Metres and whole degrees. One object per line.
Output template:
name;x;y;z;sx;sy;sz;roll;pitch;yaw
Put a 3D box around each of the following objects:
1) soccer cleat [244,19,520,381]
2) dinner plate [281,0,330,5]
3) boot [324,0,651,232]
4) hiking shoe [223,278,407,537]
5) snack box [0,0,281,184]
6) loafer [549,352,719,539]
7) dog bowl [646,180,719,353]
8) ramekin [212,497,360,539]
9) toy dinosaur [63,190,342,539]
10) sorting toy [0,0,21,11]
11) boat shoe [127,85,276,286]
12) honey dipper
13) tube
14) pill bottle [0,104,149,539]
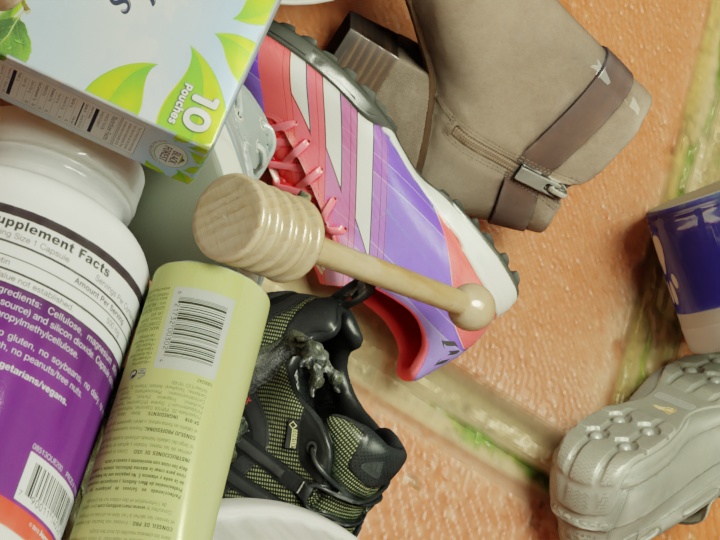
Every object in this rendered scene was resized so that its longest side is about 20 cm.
soccer cleat;-0.009;-0.036;1.336;0.073;0.068;0.200;-46;107;-15
dinner plate;-0.068;-0.198;1.311;0.200;0.024;0.201;17;51;-21
boot;0.076;-0.113;1.353;0.146;0.200;0.070;29;33;-13
hiking shoe;-0.030;0.103;1.252;0.076;0.100;0.201;9;74;-49
snack box;-0.091;-0.154;1.162;0.142;0.053;0.200;25;68;-7
loafer;0.163;0.094;1.456;0.200;0.070;0.070;-20;126;-45
dog bowl;0.252;-0.027;1.462;0.200;0.200;0.079;-22;92;-41
ramekin;-0.047;0.203;1.176;0.202;0.094;0.203;-7;106;-25
toy dinosaur;-0.064;0.044;1.223;0.200;0.088;0.048;-49;136;-18
sorting toy;-0.166;-0.196;1.129;0.036;0.185;0.201;45;60;-52
boat shoe;-0.072;-0.067;1.250;0.071;0.070;0.201;4;55;-42
honey dipper;0.000;0.000;1.222;0.200;0.038;0.038;23;65;-54
tube;-0.085;0.094;1.130;0.052;0.058;0.201;22;62;-16
pill bottle;-0.155;0.036;1.158;0.112;0.112;0.201;34;59;-30
